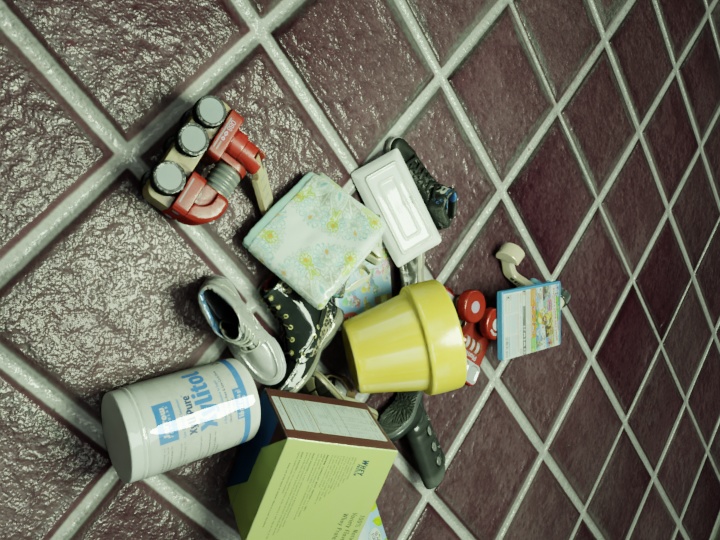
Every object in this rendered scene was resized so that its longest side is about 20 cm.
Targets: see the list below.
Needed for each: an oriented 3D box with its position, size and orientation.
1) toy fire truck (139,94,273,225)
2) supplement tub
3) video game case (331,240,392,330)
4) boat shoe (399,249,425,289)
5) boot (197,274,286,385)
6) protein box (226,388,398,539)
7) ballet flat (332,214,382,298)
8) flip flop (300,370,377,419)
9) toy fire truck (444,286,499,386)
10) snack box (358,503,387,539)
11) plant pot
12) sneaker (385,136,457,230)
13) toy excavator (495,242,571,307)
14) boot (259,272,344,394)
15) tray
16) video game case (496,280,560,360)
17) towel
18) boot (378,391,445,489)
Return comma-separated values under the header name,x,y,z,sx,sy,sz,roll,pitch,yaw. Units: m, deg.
name,x,y,z,sx,sy,sz,roll,pitch,yaw
toy fire truck,-0.210,-0.134,0.940,0.199,0.128,0.178,36,72,-25
supplement tub,-0.259,0.214,0.904,0.198,0.131,0.134,-12,101,-39
video game case,0.000,0.000,1.173,0.141,0.017,0.204,-12,101,-39
boat shoe,0.100,0.035,1.243,0.067,0.056,0.204,-32,123,-72
boot,-0.186,0.102,0.948,0.073,0.096,0.201,-35,98,2
protein box,-0.082,0.323,0.999,0.197,0.135,0.201,15,106,-29
ballet flat,-0.001,-0.020,1.101,0.201,0.071,0.073,-50,122,-35
flip flop,-0.037,0.224,1.128,0.199,0.080,0.058,37,54,-37
toy fire truck,0.204,0.133,1.291,0.199,0.111,0.170,34,73,-35
snack box,-0.032,0.526,1.157,0.167,0.067,0.203,-27,111,-34
plant pot,0.070,0.135,1.109,0.186,0.201,0.204,-14,104,-9
sneaker,0.132,-0.174,1.207,0.073,0.111,0.202,-42,118,-30
toy excavator,0.389,0.045,1.452,0.100,0.199,0.195,-49,165,-26
boot,-0.127,0.100,1.043,0.154,0.073,0.205,50,59,-28
tray,0.072,-0.118,1.171,0.106,0.022,0.202,-29,100,-10
video game case,0.366,0.105,1.332,0.198,0.018,0.146,-7,98,-36
towel,-0.072,-0.058,1.030,0.170,0.048,0.200,37,62,7
boot,0.109,0.355,1.240,0.165,0.065,0.203,-43,123,-51
